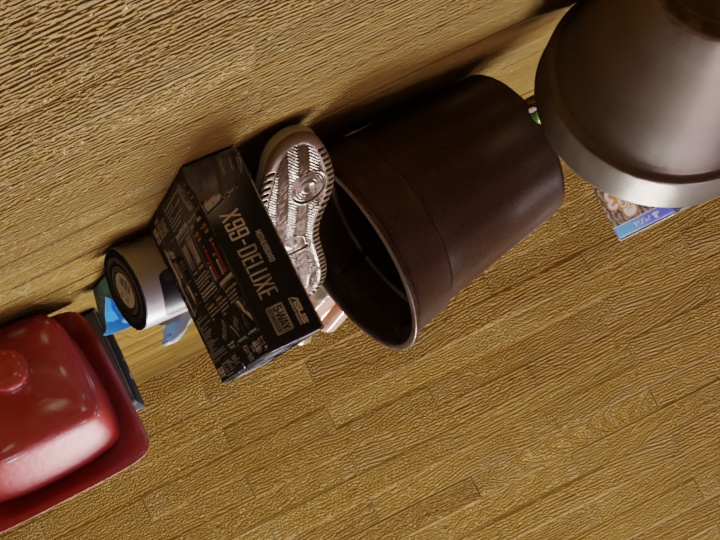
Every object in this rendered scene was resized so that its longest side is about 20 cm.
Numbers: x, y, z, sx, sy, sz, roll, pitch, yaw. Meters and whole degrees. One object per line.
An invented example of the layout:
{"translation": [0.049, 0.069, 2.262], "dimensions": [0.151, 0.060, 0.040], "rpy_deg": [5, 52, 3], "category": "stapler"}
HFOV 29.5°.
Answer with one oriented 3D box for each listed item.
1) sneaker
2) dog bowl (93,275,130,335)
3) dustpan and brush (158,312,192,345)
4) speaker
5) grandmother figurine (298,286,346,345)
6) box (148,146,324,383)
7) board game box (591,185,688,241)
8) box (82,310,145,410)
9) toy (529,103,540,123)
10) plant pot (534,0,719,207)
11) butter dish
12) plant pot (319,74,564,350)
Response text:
{"translation": [-0.077, -0.069, 1.148], "dimensions": [0.070, 0.109, 0.200], "rpy_deg": [-22, 145, -19], "category": "sneaker"}
{"translation": [-0.212, 0.012, 1.396], "dimensions": [0.111, 0.050, 0.200], "rpy_deg": [-24, 177, -26], "category": "dog bowl"}
{"translation": [-0.193, 0.035, 1.545], "dimensions": [0.139, 0.057, 0.200], "rpy_deg": [-27, -175, 19], "category": "dustpan and brush"}
{"translation": [-0.134, -0.017, 1.282], "dimensions": [0.200, 0.081, 0.081], "rpy_deg": [-23, 176, -29], "category": "speaker"}
{"translation": [0.000, 0.000, 1.398], "dimensions": [0.200, 0.061, 0.121], "rpy_deg": [-41, -170, 43], "category": "grandmother figurine"}
{"translation": [-0.109, 0.003, 1.127], "dimensions": [0.050, 0.158, 0.200], "rpy_deg": [-25, 175, -20], "category": "box"}
{"translation": [0.382, -0.164, 1.873], "dimensions": [0.097, 0.200, 0.159], "rpy_deg": [-29, 175, 40], "category": "board game box"}
{"translation": [-0.335, 0.131, 1.660], "dimensions": [0.106, 0.122, 0.200], "rpy_deg": [-25, 177, -8], "category": "box"}
{"translation": [0.293, -0.219, 1.658], "dimensions": [0.200, 0.047, 0.115], "rpy_deg": [-26, 178, 6], "category": "toy"}
{"translation": [0.250, -0.175, 1.064], "dimensions": [0.200, 0.200, 0.174], "rpy_deg": [-25, 160, -17], "category": "plant pot"}
{"translation": [-0.339, 0.126, 1.360], "dimensions": [0.200, 0.200, 0.148], "rpy_deg": [-26, 154, -15], "category": "butter dish"}
{"translation": [0.062, -0.065, 1.224], "dimensions": [0.198, 0.200, 0.200], "rpy_deg": [-33, 179, -19], "category": "plant pot"}
